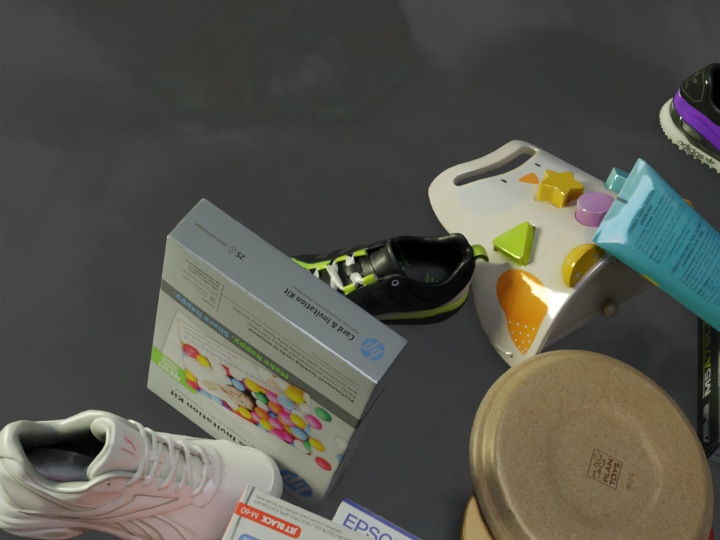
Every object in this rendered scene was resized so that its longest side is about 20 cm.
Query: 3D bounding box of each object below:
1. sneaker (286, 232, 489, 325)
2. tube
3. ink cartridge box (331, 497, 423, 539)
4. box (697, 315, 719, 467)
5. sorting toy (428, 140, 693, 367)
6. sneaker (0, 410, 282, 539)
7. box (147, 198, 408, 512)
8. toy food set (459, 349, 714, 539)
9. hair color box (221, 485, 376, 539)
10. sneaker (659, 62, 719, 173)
[{"bbox_3d":[0.000,0.000,0.961,0.198,0.083,0.072,-9,60,-21],"label":"sneaker"},{"bbox_3d":[0.266,0.006,0.963,0.199,0.050,0.078,38,66,-13],"label":"tube"},{"bbox_3d":[0.027,0.279,0.814,0.196,0.047,0.201,28,53,6],"label":"ink cartridge box"},{"bbox_3d":[0.373,0.084,1.037,0.198,0.048,0.195,14,53,-6],"label":"box"},{"bbox_3d":[0.153,-0.041,1.038,0.199,0.108,0.180,-26,50,-28],"label":"sorting toy"},{"bbox_3d":[-0.144,0.133,0.823,0.198,0.100,0.079,2,57,-15],"label":"sneaker"},{"bbox_3d":[-0.063,0.062,0.830,0.155,0.201,0.041,35,58,8],"label":"box"},{"bbox_3d":[0.169,0.154,0.927,0.196,0.049,0.202,12,60,-11],"label":"toy food set"},{"bbox_3d":[-0.059,0.242,0.754,0.110,0.064,0.201,21,55,3],"label":"hair color box"},{"bbox_3d":[0.371,-0.119,1.132,0.199,0.100,0.070,28,57,3],"label":"sneaker"}]
